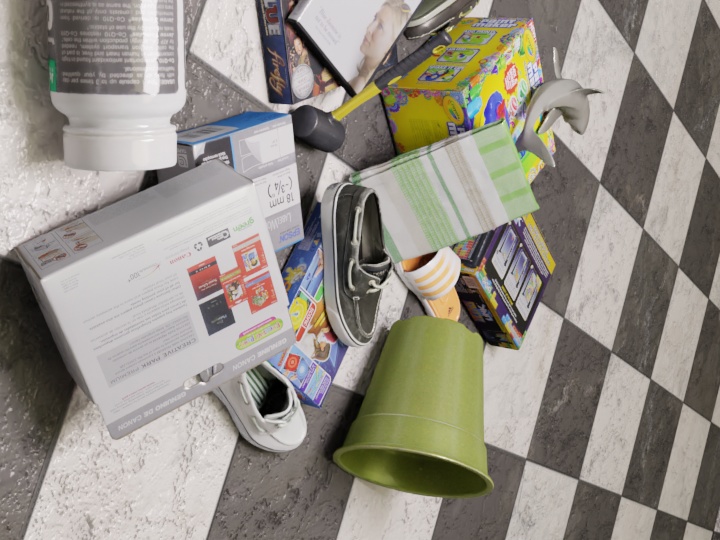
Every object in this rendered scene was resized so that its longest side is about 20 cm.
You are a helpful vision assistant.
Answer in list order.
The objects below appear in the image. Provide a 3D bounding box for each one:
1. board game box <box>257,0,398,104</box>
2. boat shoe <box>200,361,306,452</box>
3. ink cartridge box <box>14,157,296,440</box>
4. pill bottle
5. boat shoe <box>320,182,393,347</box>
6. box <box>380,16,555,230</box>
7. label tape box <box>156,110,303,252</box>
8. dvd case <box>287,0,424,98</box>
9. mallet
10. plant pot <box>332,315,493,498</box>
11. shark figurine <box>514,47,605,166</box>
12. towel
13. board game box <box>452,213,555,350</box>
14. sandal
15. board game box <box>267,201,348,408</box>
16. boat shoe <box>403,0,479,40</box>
[{"bbox_3d":[-0.032,-0.273,1.170,0.200,0.035,0.136,-32,124,-47],"label":"board game box"},{"bbox_3d":[-0.102,0.148,1.151,0.200,0.067,0.074,49,59,-48],"label":"boat shoe"},{"bbox_3d":[-0.175,0.025,0.945,0.200,0.084,0.176,-26,123,-21],"label":"ink cartridge box"},{"bbox_3d":[-0.203,-0.188,0.885,0.113,0.113,0.201,-15,110,-52],"label":"pill bottle"},{"bbox_3d":[0.000,0.000,1.196,0.071,0.064,0.201,-35,126,-46],"label":"boat shoe"},{"bbox_3d":[0.144,-0.193,1.364,0.193,0.122,0.200,-49,135,-37],"label":"box"},{"bbox_3d":[-0.126,-0.048,1.071,0.144,0.063,0.201,-28,120,-48],"label":"label tape box"},{"bbox_3d":[0.014,-0.305,1.145,0.200,0.018,0.143,-58,141,-9],"label":"dvd case"},{"bbox_3d":[0.008,-0.196,1.135,0.066,0.200,0.041,11,50,-51],"label":"mallet"},{"bbox_3d":[0.081,0.166,1.335,0.200,0.200,0.190,45,49,-49],"label":"plant pot"},{"bbox_3d":[0.262,-0.211,1.349,0.214,0.089,0.129,-33,122,-52],"label":"shark figurine"},{"bbox_3d":[0.101,-0.094,1.279,0.031,0.200,0.149,-99,164,-49],"label":"towel"},{"bbox_3d":[0.209,-0.006,1.558,0.166,0.057,0.200,-63,141,-26],"label":"board game box"},{"bbox_3d":[0.110,0.010,1.419,0.079,0.059,0.207,-62,141,-24],"label":"sandal"},{"bbox_3d":[-0.047,0.041,1.227,0.135,0.034,0.200,50,59,-49],"label":"board game box"},{"bbox_3d":[0.102,-0.323,1.302,0.201,0.072,0.061,-53,139,-46],"label":"boat shoe"}]
